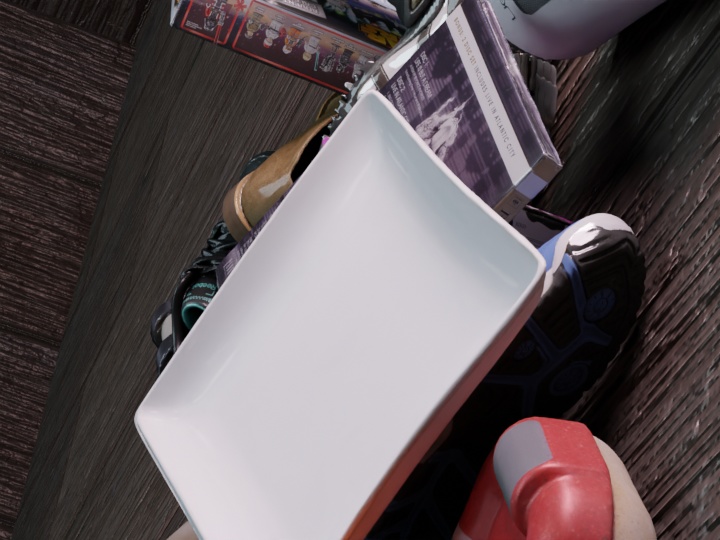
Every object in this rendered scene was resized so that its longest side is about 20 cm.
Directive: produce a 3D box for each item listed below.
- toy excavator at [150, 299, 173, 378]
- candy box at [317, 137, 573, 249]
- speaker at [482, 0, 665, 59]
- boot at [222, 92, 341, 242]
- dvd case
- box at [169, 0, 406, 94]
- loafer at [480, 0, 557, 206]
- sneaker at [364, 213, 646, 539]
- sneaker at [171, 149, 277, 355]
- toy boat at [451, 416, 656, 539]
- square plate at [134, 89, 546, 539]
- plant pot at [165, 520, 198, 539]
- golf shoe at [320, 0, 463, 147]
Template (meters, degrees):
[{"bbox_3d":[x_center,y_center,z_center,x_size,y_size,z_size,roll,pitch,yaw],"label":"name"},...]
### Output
[{"bbox_3d":[-0.047,0.023,1.508,0.100,0.199,0.195,-118,7,-73],"label":"toy excavator"},{"bbox_3d":[0.011,0.048,1.116,0.136,0.061,0.201,21,95,43],"label":"candy box"},{"bbox_3d":[0.122,-0.159,1.036,0.200,0.081,0.082,153,135,-73],"label":"speaker"},{"bbox_3d":[0.001,-0.078,1.362,0.075,0.074,0.200,-41,1,45],"label":"boot"},{"bbox_3d":[0.007,-0.023,1.055,0.200,0.016,0.149,-47,31,20],"label":"dvd case"},{"bbox_3d":[-0.017,-0.148,1.353,0.137,0.199,0.040,-100,33,-65],"label":"box"},{"bbox_3d":[0.072,-0.052,1.168,0.063,0.072,0.201,18,97,57],"label":"loafer"},{"bbox_3d":[0.048,0.041,0.991,0.200,0.075,0.077,-49,49,29],"label":"sneaker"},{"bbox_3d":[-0.071,0.008,1.394,0.075,0.079,0.201,-9,60,32],"label":"sneaker"},{"bbox_3d":[0.025,0.147,0.884,0.131,0.130,0.201,-108,38,-71],"label":"toy boat"},{"bbox_3d":[-0.011,0.039,0.983,0.200,0.028,0.198,-54,33,9],"label":"square plate"},{"bbox_3d":[-0.081,0.229,1.169,0.174,0.199,0.200,-59,4,-34],"label":"plant pot"},{"bbox_3d":[0.045,-0.096,1.240,0.078,0.094,0.201,-25,-37,-60],"label":"golf shoe"}]
